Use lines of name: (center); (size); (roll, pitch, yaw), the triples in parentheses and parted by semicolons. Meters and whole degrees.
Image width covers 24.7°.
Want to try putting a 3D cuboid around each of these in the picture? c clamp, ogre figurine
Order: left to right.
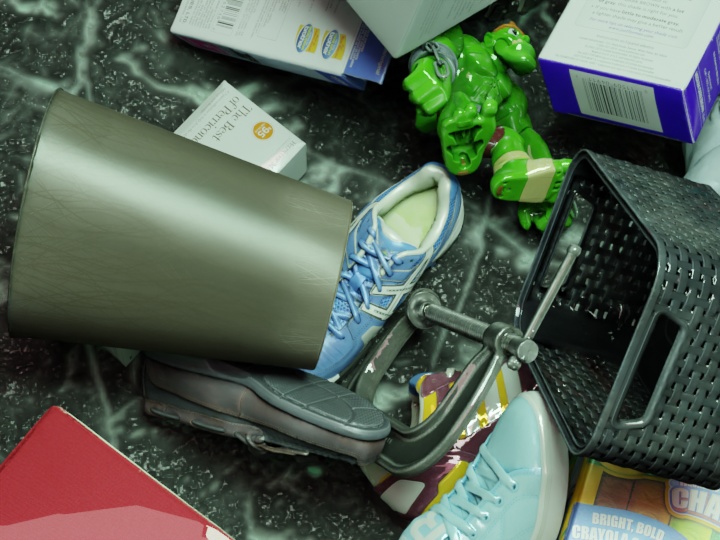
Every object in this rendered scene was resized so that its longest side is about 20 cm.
c clamp: (0.055, 0.056, 1.073); (0.027, 0.200, 0.172); (34, 79, -23)
ogre figurine: (0.083, -0.114, 1.157); (0.199, 0.098, 0.121); (17, 42, -35)

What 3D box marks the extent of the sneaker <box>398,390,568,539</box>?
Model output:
sneaker: (0.067, 0.168, 1.031); (0.081, 0.074, 0.202); (10, 105, -30)

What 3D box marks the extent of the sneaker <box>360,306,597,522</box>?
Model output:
sneaker: (0.084, 0.084, 1.120); (0.090, 0.075, 0.200); (39, 71, 6)

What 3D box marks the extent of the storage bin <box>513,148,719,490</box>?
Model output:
storage bin: (0.173, 0.025, 0.999); (0.093, 0.200, 0.136); (15, 110, -14)

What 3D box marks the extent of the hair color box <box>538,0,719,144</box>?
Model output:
hair color box: (0.214, -0.191, 1.130); (0.108, 0.065, 0.201); (17, 65, 29)

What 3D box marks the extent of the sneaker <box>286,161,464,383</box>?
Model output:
sneaker: (0.000, 0.000, 1.148); (0.075, 0.077, 0.201); (35, 74, 9)

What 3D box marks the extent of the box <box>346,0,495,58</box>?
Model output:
box: (0.069, -0.251, 1.081); (0.199, 0.098, 0.125); (-33, 76, -28)

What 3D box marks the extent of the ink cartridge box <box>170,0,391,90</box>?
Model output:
ink cartridge box: (-0.037, -0.203, 1.190); (0.199, 0.042, 0.120); (18, 85, 35)

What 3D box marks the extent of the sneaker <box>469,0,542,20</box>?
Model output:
sneaker: (0.057, -0.258, 1.255); (0.198, 0.079, 0.091); (15, 63, 2)

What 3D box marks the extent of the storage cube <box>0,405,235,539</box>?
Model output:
storage cube: (-0.167, 0.224, 1.002); (0.199, 0.171, 0.180); (33, 69, 11)

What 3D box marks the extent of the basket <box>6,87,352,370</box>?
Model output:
basket: (-0.113, -0.012, 1.058); (0.198, 0.181, 0.137); (14, 42, -4)

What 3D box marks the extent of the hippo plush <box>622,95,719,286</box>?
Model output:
hippo plush: (0.256, -0.053, 1.136); (0.199, 0.160, 0.161); (37, 71, 11)

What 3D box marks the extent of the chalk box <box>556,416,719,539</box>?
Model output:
chalk box: (0.187, 0.174, 1.061); (0.123, 0.124, 0.202); (18, 69, 4)

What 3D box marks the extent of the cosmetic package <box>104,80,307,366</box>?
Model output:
cosmetic package: (-0.131, -0.036, 1.171); (0.082, 0.051, 0.200); (38, 72, 11)

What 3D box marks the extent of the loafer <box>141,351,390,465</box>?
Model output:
loafer: (-0.066, 0.095, 1.091); (0.199, 0.072, 0.064); (21, 105, 32)
